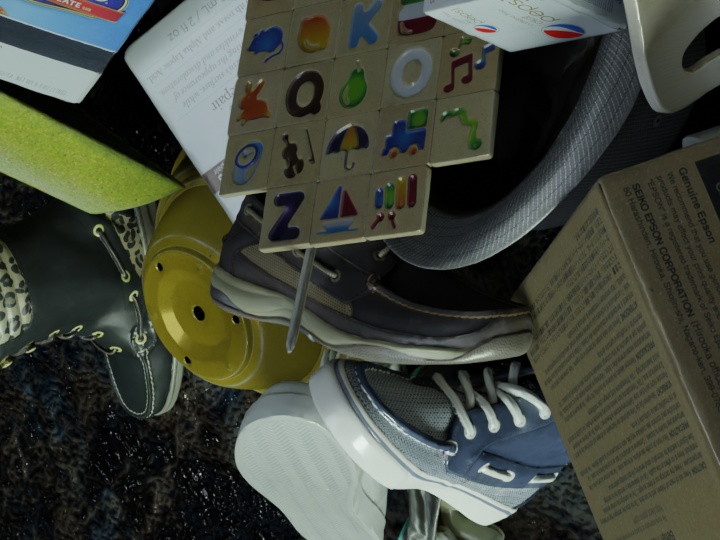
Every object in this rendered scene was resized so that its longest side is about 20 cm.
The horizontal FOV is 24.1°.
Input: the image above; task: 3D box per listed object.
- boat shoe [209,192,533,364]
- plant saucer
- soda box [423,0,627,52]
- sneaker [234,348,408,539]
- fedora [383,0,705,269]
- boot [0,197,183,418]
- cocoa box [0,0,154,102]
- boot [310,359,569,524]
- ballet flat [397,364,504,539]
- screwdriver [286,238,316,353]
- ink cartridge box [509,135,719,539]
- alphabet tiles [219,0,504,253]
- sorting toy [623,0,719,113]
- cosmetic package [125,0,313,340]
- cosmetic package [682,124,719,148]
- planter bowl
[{"bbox_3d":[0.000,0.000,0.866,0.200,0.074,0.074,14,103,36],"label":"boat shoe"},{"bbox_3d":[-0.238,-0.104,1.055,0.200,0.200,0.048,35,95,43],"label":"plant saucer"},{"bbox_3d":[0.079,-0.204,0.746,0.068,0.064,0.201,-5,75,45],"label":"soda box"},{"bbox_3d":[-0.020,0.081,0.996,0.073,0.116,0.200,5,154,12],"label":"sneaker"},{"bbox_3d":[0.094,-0.085,0.824,0.200,0.090,0.177,-59,36,18],"label":"fedora"},{"bbox_3d":[-0.202,0.037,1.156,0.073,0.154,0.204,20,127,36],"label":"boot"},{"bbox_3d":[-0.180,-0.222,0.928,0.131,0.133,0.200,-40,40,47],"label":"cocoa box"},{"bbox_3d":[0.057,0.074,0.910,0.090,0.200,0.073,-36,58,15],"label":"boot"},{"bbox_3d":[0.056,0.150,1.057,0.068,0.068,0.200,17,126,20],"label":"ballet flat"},{"bbox_3d":[-0.020,-0.044,0.852,0.028,0.200,0.029,-13,133,30],"label":"screwdriver"},{"bbox_3d":[0.145,0.051,0.764,0.200,0.075,0.165,113,136,-73],"label":"ink cartridge box"},{"bbox_3d":[0.002,-0.107,0.838,0.166,0.006,0.200,-7,68,37],"label":"alphabet tiles"},{"bbox_3d":[0.178,-0.152,0.698,0.107,0.199,0.180,-112,14,-56],"label":"sorting toy"},{"bbox_3d":[-0.034,-0.073,0.966,0.102,0.074,0.200,-35,88,27],"label":"cosmetic package"},{"bbox_3d":[0.224,0.021,0.782,0.074,0.101,0.200,-143,36,-69],"label":"cosmetic package"},{"bbox_3d":[-0.080,0.013,1.082,0.200,0.083,0.201,23,128,32],"label":"planter bowl"}]
